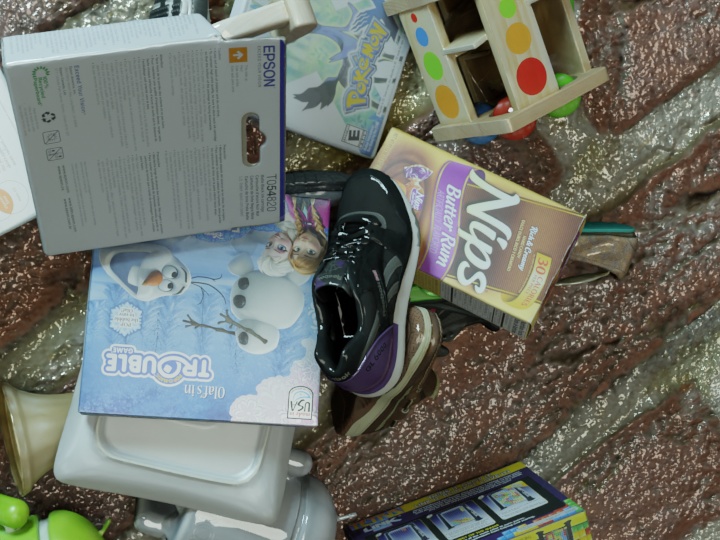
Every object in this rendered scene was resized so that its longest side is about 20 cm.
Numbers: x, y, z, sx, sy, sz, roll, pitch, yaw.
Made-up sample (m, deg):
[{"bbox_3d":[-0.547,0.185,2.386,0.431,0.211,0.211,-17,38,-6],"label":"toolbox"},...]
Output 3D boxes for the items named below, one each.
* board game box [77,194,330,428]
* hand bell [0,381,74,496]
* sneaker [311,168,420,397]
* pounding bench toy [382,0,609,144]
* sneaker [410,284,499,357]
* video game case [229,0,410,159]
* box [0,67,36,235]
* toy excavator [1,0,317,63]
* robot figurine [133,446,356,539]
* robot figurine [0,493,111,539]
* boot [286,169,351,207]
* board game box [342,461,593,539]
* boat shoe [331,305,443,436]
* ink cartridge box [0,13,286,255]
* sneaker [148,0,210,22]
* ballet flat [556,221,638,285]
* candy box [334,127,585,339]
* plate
[{"bbox_3d":[-0.131,0.029,0.984,0.200,0.043,0.199,4,81,-9],"label":"board game box"},{"bbox_3d":[-0.222,0.132,1.059,0.200,0.104,0.104,-11,100,-24],"label":"hand bell"},{"bbox_3d":[0.000,0.000,0.962,0.076,0.088,0.200,-9,70,26],"label":"sneaker"},{"bbox_3d":[0.155,-0.217,1.063,0.200,0.124,0.156,-29,106,-25],"label":"pounding bench toy"},{"bbox_3d":[0.049,0.049,1.105,0.200,0.077,0.084,-11,102,-8],"label":"sneaker"},{"bbox_3d":[-0.031,-0.221,1.043,0.182,0.022,0.200,16,94,-36],"label":"video game case"},{"bbox_3d":[-0.364,-0.072,0.977,0.200,0.097,0.124,-28,103,-9],"label":"box"},{"bbox_3d":[-0.157,-0.166,0.930,0.194,0.200,0.100,-23,94,-46],"label":"toy excavator"},{"bbox_3d":[-0.107,0.230,1.072,0.200,0.113,0.170,20,113,-15],"label":"robot figurine"},{"bbox_3d":[-0.312,0.285,1.030,0.200,0.116,0.176,-14,107,-11],"label":"robot figurine"},{"bbox_3d":[-0.094,-0.016,1.073,0.200,0.070,0.132,-12,104,0],"label":"boot"},{"bbox_3d":[0.099,0.260,1.098,0.200,0.165,0.057,-18,99,-10],"label":"board game box"},{"bbox_3d":[0.039,0.092,1.063,0.075,0.202,0.075,6,61,-21],"label":"boat shoe"},{"bbox_3d":[-0.158,-0.103,0.886,0.200,0.041,0.200,-8,139,-12],"label":"ink cartridge box"},{"bbox_3d":[-0.146,-0.166,1.039,0.080,0.074,0.200,-5,102,-30],"label":"sneaker"},{"bbox_3d":[0.180,-0.019,1.132,0.200,0.068,0.067,6,103,-12],"label":"ballet flat"},{"bbox_3d":[0.090,-0.036,1.056,0.200,0.056,0.117,26,74,11],"label":"candy box"},{"bbox_3d":[-0.148,0.105,1.007,0.200,0.032,0.200,14,77,-7],"label":"plate"}]
